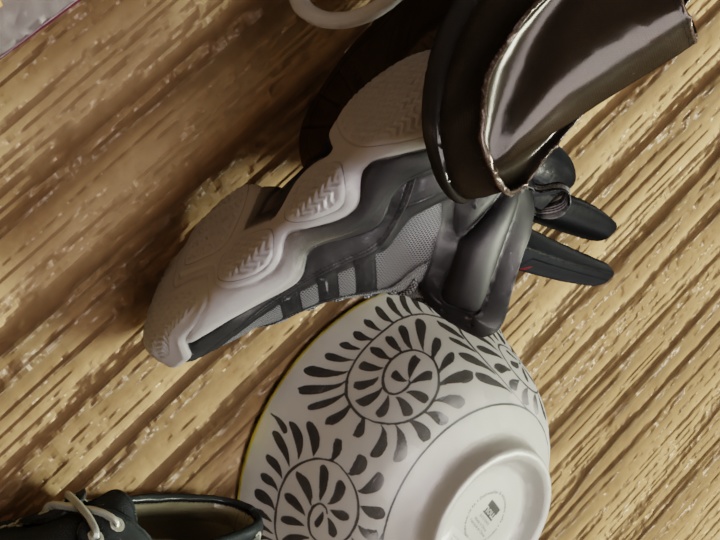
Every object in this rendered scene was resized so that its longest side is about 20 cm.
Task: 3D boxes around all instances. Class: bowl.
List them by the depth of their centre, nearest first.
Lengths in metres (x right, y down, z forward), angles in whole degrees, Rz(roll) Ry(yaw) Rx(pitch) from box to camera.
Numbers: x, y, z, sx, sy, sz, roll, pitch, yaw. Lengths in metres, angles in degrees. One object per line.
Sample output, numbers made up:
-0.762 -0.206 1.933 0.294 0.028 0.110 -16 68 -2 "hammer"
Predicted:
0.040 0.116 0.877 0.200 0.094 0.202 -21 123 -35 "bowl"

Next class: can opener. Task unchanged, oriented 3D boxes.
0.089 -0.025 0.872 0.200 0.078 0.064 29 75 -56 "can opener"

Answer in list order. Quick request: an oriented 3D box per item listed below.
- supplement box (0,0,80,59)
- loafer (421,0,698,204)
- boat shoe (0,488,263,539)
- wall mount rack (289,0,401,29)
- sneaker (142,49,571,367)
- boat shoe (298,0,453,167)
-0.173 -0.162 0.534 0.110 0.085 0.201 -42 134 -20 "supplement box"
0.097 -0.107 0.649 0.200 0.071 0.073 -54 140 -17 "loafer"
-0.121 0.128 0.752 0.200 0.075 0.061 13 103 -58 "boat shoe"
0.052 -0.174 0.661 0.200 0.174 0.075 -42 141 -3 "wall mount rack"
0.000 0.000 0.731 0.200 0.076 0.114 -39 118 21 "sneaker"
0.054 -0.108 0.751 0.072 0.072 0.200 20 119 -37 "boat shoe"
